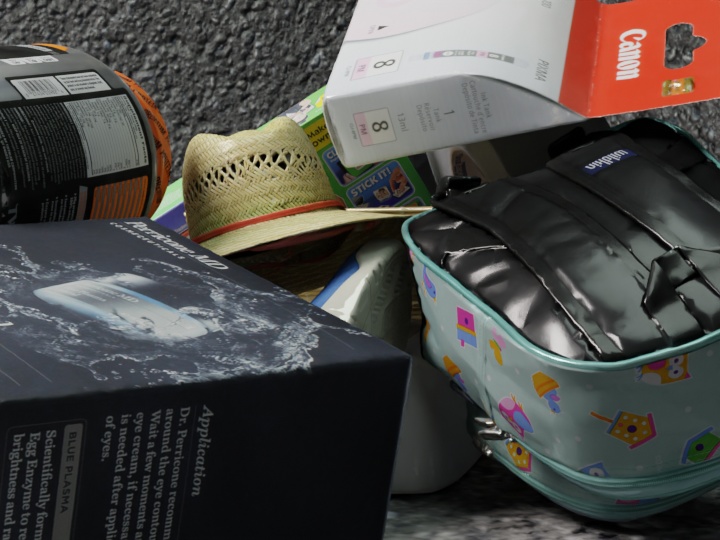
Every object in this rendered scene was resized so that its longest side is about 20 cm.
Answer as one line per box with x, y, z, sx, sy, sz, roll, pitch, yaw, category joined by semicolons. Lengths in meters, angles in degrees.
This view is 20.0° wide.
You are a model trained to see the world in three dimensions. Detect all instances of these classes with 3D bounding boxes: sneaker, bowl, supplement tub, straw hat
-0.051;0.049;1.022;0.111;0.077;0.200;6;43;22;sneaker
-0.032;0.069;1.149;0.199;0.075;0.200;1;5;13;bowl
-0.179;-0.047;0.993;0.122;0.123;0.200;3;9;21;supplement tub
-0.055;-0.038;1.104;0.201;0.085;0.201;-16;-8;-2;straw hat

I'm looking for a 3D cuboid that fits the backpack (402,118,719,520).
0.133;0.030;0.992;0.175;0.154;0.200;-20;24;-18;backpack

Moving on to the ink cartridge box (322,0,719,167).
0.089;-0.125;1.093;0.200;0.057;0.163;-13;26;16;ink cartridge box

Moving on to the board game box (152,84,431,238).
-0.055;-0.016;1.259;0.200;0.135;0.029;-33;34;2;board game box

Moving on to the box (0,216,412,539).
-0.121;0.062;0.823;0.200;0.118;0.197;-4;20;-40;box

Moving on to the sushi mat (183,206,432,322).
0.000;0.000;1.196;0.200;0.096;0.012;0;38;22;sushi mat

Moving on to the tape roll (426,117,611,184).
0.105;-0.038;1.197;0.066;0.201;0.200;-25;10;-8;tape roll

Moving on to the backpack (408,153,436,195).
0.073;-0.012;1.451;0.199;0.176;0.153;5;10;-2;backpack
